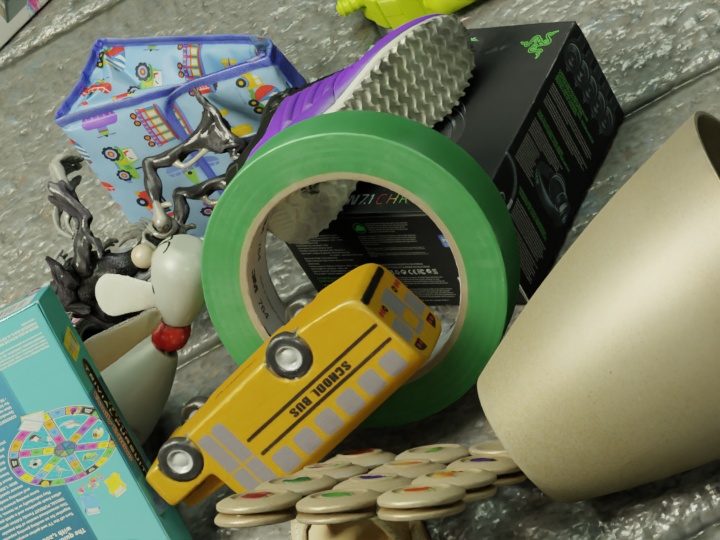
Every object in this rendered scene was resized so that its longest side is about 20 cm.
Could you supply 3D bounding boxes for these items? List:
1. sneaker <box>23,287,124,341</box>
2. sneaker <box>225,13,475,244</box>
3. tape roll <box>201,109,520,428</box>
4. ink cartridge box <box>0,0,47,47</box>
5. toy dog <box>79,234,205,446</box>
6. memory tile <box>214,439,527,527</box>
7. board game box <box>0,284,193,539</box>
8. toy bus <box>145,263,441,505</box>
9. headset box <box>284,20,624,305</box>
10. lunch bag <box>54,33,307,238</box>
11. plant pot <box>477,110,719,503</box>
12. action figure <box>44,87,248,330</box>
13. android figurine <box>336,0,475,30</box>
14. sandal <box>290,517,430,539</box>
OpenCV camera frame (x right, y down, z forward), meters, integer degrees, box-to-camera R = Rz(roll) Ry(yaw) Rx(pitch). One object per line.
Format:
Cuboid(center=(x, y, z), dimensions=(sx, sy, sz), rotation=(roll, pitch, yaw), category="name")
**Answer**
Cuboid(center=(-0.222, 0.091, 1.766), dimensions=(0.086, 0.080, 0.200), rotation=(2, 53, 25), category="sneaker")
Cuboid(center=(-0.016, -0.109, 1.680), dimensions=(0.200, 0.070, 0.099), rotation=(-43, 35, -16), category="sneaker")
Cuboid(center=(0.000, 0.000, 1.587), dimensions=(0.200, 0.201, 0.048), rotation=(-18, 17, 21), category="tape roll")
Cuboid(center=(-0.338, -0.301, 2.260), dimensions=(0.200, 0.145, 0.087), rotation=(-47, 39, -20), category="ink cartridge box")
Cuboid(center=(-0.169, 0.056, 1.674), dimensions=(0.132, 0.096, 0.200), rotation=(-106, 36, -80), category="toy dog")
Cuboid(center=(0.018, 0.124, 1.470), dimensions=(0.153, 0.017, 0.200), rotation=(-4, 4, 23), category="memory tile")
Cuboid(center=(-0.219, 0.132, 1.604), dimensions=(0.151, 0.200, 0.047), rotation=(-26, 11, 10), category="board game box")
Cuboid(center=(-0.045, 0.081, 1.571), dimensions=(0.200, 0.078, 0.065), rotation=(-44, 9, 25), category="toy bus")
Cuboid(center=(0.065, -0.077, 1.724), dimensions=(0.174, 0.093, 0.200), rotation=(0, 46, 37), category="headset box")
Cuboid(center=(-0.094, -0.101, 1.825), dimensions=(0.200, 0.151, 0.094), rotation=(-8, 43, 32), category="lunch bag")
Cuboid(center=(0.172, 0.041, 1.448), dimensions=(0.200, 0.187, 0.187), rotation=(-37, 33, 18), category="plant pot")
Cuboid(center=(-0.161, -0.030, 1.754), dimensions=(0.200, 0.119, 0.102), rotation=(-42, 47, -2), category="action figure")
Cuboid(center=(0.068, -0.259, 1.986), dimensions=(0.200, 0.041, 0.182), rotation=(-24, 36, 10), category="android figurine")
Cuboid(center=(-0.001, 0.163, 1.503), dimensions=(0.078, 0.070, 0.212), rotation=(-41, 35, -1), category="sandal")
